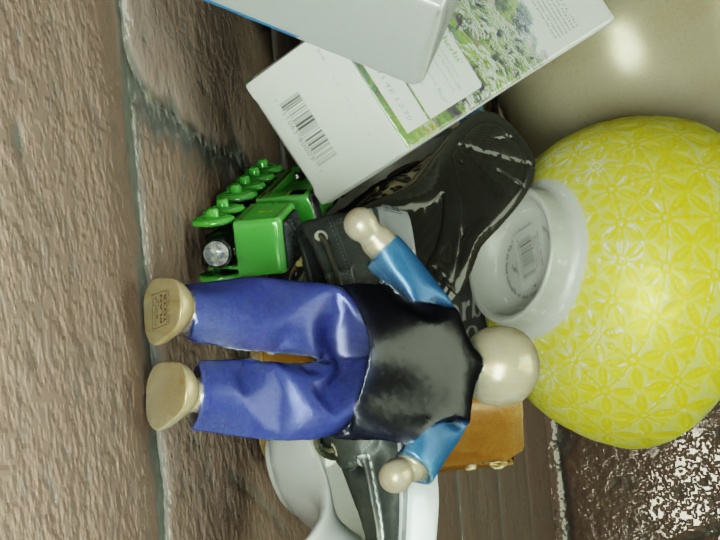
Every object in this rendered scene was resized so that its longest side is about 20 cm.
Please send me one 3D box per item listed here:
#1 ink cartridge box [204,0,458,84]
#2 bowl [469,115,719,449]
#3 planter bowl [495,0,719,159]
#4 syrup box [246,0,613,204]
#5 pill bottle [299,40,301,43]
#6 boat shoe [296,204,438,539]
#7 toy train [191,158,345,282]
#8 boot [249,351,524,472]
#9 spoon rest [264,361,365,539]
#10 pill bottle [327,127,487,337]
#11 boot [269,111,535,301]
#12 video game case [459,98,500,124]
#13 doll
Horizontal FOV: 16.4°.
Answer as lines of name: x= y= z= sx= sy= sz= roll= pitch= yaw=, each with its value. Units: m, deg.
ink cartridge box: x=0.004 y=-0.215 z=1.243 sx=0.085 sy=0.144 sz=0.200 roll=107 pitch=6 yaw=-64
bowl: x=0.128 y=-0.001 z=1.450 sx=0.200 sy=0.108 sz=0.200 roll=-22 pitch=-118 yaw=52
planter bowl: x=0.158 y=-0.172 z=1.578 sx=0.135 sy=0.200 sz=0.200 roll=57 pitch=22 yaw=-30
syrup box: x=0.041 y=-0.120 z=1.358 sx=0.200 sy=0.081 sz=0.079 roll=-35 pitch=92 yaw=-44
pill bottle: x=0.019 y=-0.165 z=1.709 sx=0.200 sy=0.106 sz=0.106 roll=-77 pitch=160 yaw=-67
boat shoe: x=0.002 y=0.066 z=1.237 sx=0.069 sy=0.057 sz=0.200 roll=117 pitch=-31 yaw=-73
toy train: x=-0.047 y=-0.029 z=1.341 sx=0.200 sy=0.056 sz=0.042 roll=-57 pitch=141 yaw=-76
boot: x=0.019 y=0.076 z=1.420 sx=0.201 sy=0.144 sz=0.071 roll=60 pitch=25 yaw=-70
spoon rest: x=-0.023 y=0.118 z=1.269 sx=0.099 sy=0.061 sz=0.200 roll=62 pitch=26 yaw=-19
pill bottle: x=0.025 y=0.014 z=1.600 sx=0.116 sy=0.116 sz=0.200 roll=-56 pitch=140 yaw=-77
boot: x=0.000 y=0.000 z=1.408 sx=0.073 sy=0.151 sz=0.200 roll=47 pitch=51 yaw=-8
video game case: x=0.085 y=-0.057 z=1.603 sx=0.143 sy=0.018 sz=0.200 roll=-72 pitch=151 yaw=-75
doll: x=-0.001 y=0.037 z=1.167 sx=0.048 sy=0.200 sz=0.137 roll=-29 pitch=-120 yaw=56
